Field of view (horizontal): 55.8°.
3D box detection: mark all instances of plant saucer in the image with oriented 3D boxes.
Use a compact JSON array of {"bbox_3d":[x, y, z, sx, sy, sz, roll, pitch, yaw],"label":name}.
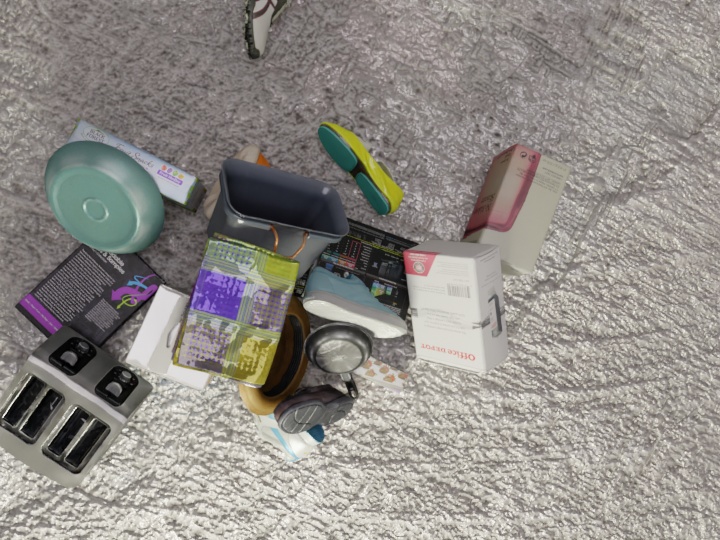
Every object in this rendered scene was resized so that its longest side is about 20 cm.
[{"bbox_3d":[-0.405,-0.102,1.057,0.199,0.036,0.200,6,125,9],"label":"plant saucer"}]

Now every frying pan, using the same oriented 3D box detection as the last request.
[{"bbox_3d":[-0.043,0.160,1.135,0.115,0.031,0.190,7,128,-9],"label":"frying pan"}]

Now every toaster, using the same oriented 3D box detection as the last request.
[{"bbox_3d":[-0.464,0.219,1.074,0.181,0.119,0.200,38,100,-7],"label":"toaster"}]

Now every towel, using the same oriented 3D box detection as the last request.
[{"bbox_3d":[-0.178,0.061,0.975,0.143,0.023,0.201,19,94,-1],"label":"towel"}]

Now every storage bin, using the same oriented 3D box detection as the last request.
[{"bbox_3d":[-0.137,-0.060,1.050,0.199,0.134,0.146,10,44,-30],"label":"storage bin"}]

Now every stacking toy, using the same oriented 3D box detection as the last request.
[{"bbox_3d":[-0.150,-0.105,1.159,0.200,0.146,0.146,34,84,-23],"label":"stacking toy"}]

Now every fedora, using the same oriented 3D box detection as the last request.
[{"bbox_3d":[-0.155,0.129,1.090,0.082,0.200,0.201,6,87,27],"label":"fedora"}]

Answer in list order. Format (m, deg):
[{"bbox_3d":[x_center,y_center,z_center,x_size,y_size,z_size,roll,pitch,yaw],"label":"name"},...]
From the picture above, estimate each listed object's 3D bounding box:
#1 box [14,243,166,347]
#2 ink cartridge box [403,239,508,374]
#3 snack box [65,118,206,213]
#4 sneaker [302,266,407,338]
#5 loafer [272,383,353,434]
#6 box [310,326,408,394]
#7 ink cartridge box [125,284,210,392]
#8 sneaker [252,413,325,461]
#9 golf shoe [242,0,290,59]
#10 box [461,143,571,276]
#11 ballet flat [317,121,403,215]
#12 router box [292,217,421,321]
[{"bbox_3d":[-0.448,0.040,1.142,0.200,0.036,0.143,-44,95,-6],"label":"box"},{"bbox_3d":[0.161,0.057,1.137,0.085,0.145,0.201,-23,112,-43],"label":"ink cartridge box"},{"bbox_3d":[-0.356,-0.165,1.108,0.200,0.142,0.053,26,85,-6],"label":"snack box"},{"bbox_3d":[0.000,0.048,1.099,0.200,0.074,0.082,26,58,-35],"label":"sneaker"},{"bbox_3d":[-0.086,0.220,1.114,0.063,0.200,0.072,44,105,26],"label":"loafer"},{"bbox_3d":[-0.013,0.156,1.194,0.200,0.041,0.039,26,85,-7],"label":"box"},{"bbox_3d":[-0.275,0.105,1.079,0.125,0.200,0.129,23,85,-6],"label":"ink cartridge box"},{"bbox_3d":[-0.155,0.236,1.154,0.081,0.076,0.200,-45,83,17],"label":"sneaker"},{"bbox_3d":[-0.160,-0.465,1.181,0.088,0.077,0.201,5,88,-15],"label":"golf shoe"},{"bbox_3d":[0.266,-0.102,1.197,0.109,0.128,0.201,23,85,-6],"label":"box"},{"bbox_3d":[0.006,-0.189,1.204,0.067,0.067,0.200,-42,97,-28],"label":"ballet flat"},{"bbox_3d":[0.000,0.000,1.167,0.200,0.062,0.150,19,85,-23],"label":"router box"}]
